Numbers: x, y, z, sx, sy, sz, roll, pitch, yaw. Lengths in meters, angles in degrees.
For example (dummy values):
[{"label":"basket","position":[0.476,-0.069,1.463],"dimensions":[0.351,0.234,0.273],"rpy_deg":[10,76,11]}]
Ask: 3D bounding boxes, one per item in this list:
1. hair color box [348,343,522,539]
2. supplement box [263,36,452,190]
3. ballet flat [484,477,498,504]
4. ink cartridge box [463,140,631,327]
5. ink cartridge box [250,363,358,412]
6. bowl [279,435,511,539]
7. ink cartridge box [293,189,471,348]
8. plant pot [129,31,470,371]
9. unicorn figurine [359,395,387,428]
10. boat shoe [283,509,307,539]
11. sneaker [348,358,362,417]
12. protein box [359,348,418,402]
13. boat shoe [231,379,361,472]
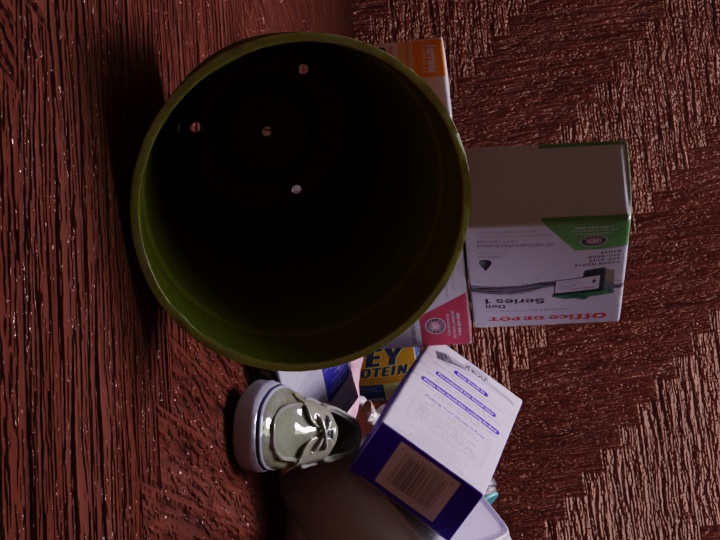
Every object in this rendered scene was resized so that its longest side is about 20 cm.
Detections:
[{"label":"hair color box","position":[0.072,0.147,1.287],"dimensions":[0.065,0.109,0.200],"rpy_deg":[-56,177,26]},{"label":"supplement box","position":[-0.012,-0.148,1.355],"dimensions":[0.127,0.197,0.074],"rpy_deg":[-93,175,-46]},{"label":"ballet flat","position":[0.087,0.270,1.528],"dimensions":[0.069,0.068,0.201],"rpy_deg":[49,-48,25]},{"label":"ink cartridge box","position":[0.167,-0.028,1.284],"dimensions":[0.201,0.144,0.085],"rpy_deg":[75,14,-61]},{"label":"ink cartridge box","position":[-0.052,0.082,1.274],"dimensions":[0.100,0.039,0.201],"rpy_deg":[-53,149,-33]},{"label":"bowl","position":[0.045,0.224,1.281],"dimensions":[0.199,0.075,0.200],"rpy_deg":[-3,45,-52]},{"label":"ink cartridge box","position":[0.000,0.000,1.320],"dimensions":[0.146,0.197,0.084],"rpy_deg":[80,8,-47]},{"label":"plant pot","position":[-0.050,-0.066,0.904],"dimensions":[0.193,0.198,0.203],"rpy_deg":[-120,-159,-68]},{"label":"unicorn figurine","position":[0.037,0.191,1.632],"dimensions":[0.137,0.073,0.202],"rpy_deg":[28,69,-51]},{"label":"boat shoe","position":[-0.016,0.230,1.366],"dimensions":[0.199,0.071,0.070],"rpy_deg":[-11,134,-57]},{"label":"sneaker","position":[-0.031,0.081,1.442],"dimensions":[0.105,0.074,0.202],"rpy_deg":[76,27,-70]},{"label":"protein box","position":[-0.005,0.025,1.692],"dimensions":[0.201,0.133,0.200],"rpy_deg":[78,7,-58]},{"label":"boat shoe","position":[-0.049,0.127,1.164],"dimensions":[0.200,0.061,0.073],"rpy_deg":[13,81,-74]}]
